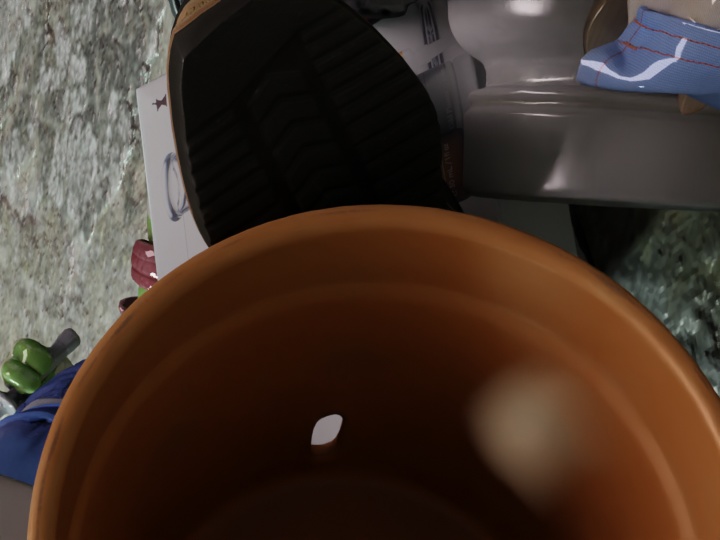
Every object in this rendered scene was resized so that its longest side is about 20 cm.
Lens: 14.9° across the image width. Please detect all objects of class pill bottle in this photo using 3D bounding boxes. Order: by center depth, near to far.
[{"bbox_3d":[0.086,-0.121,0.877,0.114,0.113,0.201,-177,91,-65],"label":"pill bottle"}]

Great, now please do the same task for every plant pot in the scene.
[{"bbox_3d":[0.004,0.101,0.786,0.140,0.199,0.201,107,157,-66],"label":"plant pot"}]

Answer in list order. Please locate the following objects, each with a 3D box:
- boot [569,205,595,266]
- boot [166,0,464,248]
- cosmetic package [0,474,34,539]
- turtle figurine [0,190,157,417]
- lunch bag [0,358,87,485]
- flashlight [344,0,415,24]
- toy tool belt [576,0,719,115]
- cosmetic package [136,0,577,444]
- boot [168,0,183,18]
[{"bbox_3d":[0.034,-0.025,1.048,0.090,0.073,0.200,-48,37,22],"label":"boot"},{"bbox_3d":[-0.029,-0.051,0.847,0.138,0.077,0.200,55,177,39],"label":"boot"},{"bbox_3d":[-0.194,0.150,0.883,0.166,0.199,0.168,113,176,-61],"label":"cosmetic package"},{"bbox_3d":[-0.073,0.056,1.163,0.144,0.200,0.194,28,112,25],"label":"turtle figurine"},{"bbox_3d":[-0.104,0.134,1.057,0.200,0.136,0.132,-63,-2,13],"label":"lunch bag"},{"bbox_3d":[-0.007,-0.107,0.859,0.200,0.068,0.068,-117,2,-86],"label":"flashlight"},{"bbox_3d":[0.112,-0.076,0.761,0.125,0.199,0.123,-37,-46,-62],"label":"toy tool belt"},{"bbox_3d":[0.000,0.000,0.968,0.151,0.052,0.201,-26,60,32],"label":"cosmetic package"},{"bbox_3d":[-0.012,-0.147,1.130,0.201,0.076,0.168,-67,27,23],"label":"boot"}]
